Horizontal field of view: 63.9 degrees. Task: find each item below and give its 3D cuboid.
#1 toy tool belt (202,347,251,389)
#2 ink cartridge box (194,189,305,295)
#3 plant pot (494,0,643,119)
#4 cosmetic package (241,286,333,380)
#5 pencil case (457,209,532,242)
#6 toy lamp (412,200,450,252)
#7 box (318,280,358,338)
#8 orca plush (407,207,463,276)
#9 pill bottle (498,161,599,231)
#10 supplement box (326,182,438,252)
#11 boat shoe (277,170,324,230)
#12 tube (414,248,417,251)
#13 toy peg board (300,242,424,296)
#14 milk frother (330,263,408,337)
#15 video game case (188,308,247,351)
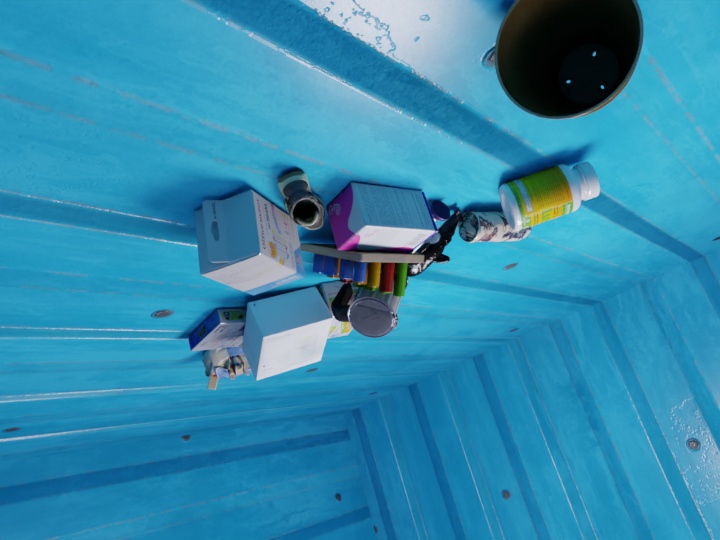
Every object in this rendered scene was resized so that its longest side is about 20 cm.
[{"bbox_3d":[-0.395,0.302,1.829,0.199,0.124,0.125,-9,158,-22],"label":"toy tool belt"},{"bbox_3d":[-0.208,-0.049,1.068,0.124,0.129,0.200,-17,161,16],"label":"ink cartridge box"},{"bbox_3d":[0.312,-0.299,0.831,0.186,0.187,0.200,-29,170,29],"label":"plant pot"},{"bbox_3d":[-0.200,0.169,1.555,0.198,0.123,0.201,-14,141,-27],"label":"cosmetic package"},{"bbox_3d":[0.334,-0.112,1.432,0.199,0.090,0.078,-5,128,-31],"label":"pencil case"},{"bbox_3d":[0.133,-0.090,1.360,0.058,0.059,0.200,-2,152,-35],"label":"toy lamp"},{"bbox_3d":[-0.071,0.113,1.640,0.112,0.102,0.200,-9,158,-22],"label":"box"},{"bbox_3d":[0.183,-0.049,1.350,0.200,0.071,0.105,-45,180,-19],"label":"orca plush"},{"bbox_3d":[0.424,-0.172,1.300,0.199,0.112,0.111,-19,159,5],"label":"pill bottle"},{"bbox_3d":[0.045,-0.104,1.185,0.199,0.104,0.101,-1,155,-40],"label":"supplement box"},{"bbox_3d":[-0.106,-0.113,1.090,0.071,0.066,0.201,-18,159,1],"label":"boat shoe"},{"bbox_3d":[0.101,-0.030,1.505,0.077,0.051,0.200,3,147,-40],"label":"tube"},{"bbox_3d":[0.000,0.000,1.272,0.198,0.099,0.199,-1,-172,-44],"label":"toy peg board"},{"bbox_3d":[0.044,0.109,1.461,0.180,0.201,0.188,-24,-159,28],"label":"milk frother"},{"bbox_3d":[-0.357,0.164,1.619,0.180,0.046,0.200,2,152,-41],"label":"video game case"}]
